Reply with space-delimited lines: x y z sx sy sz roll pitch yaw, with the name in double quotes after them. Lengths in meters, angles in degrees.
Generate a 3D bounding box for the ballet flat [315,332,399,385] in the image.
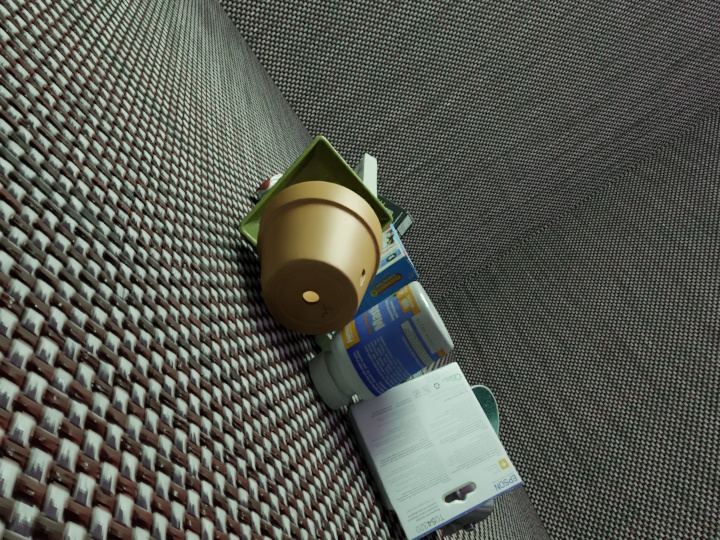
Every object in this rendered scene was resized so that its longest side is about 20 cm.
-0.022 0.143 0.885 0.199 0.063 0.067 42 13 11 "ballet flat"

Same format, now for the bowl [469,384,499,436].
0.217 0.354 1.236 0.103 0.203 0.202 2 -40 45 "bowl"

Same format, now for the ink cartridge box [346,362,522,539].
0.104 0.258 0.800 0.044 0.192 0.203 105 -36 -54 "ink cartridge box"

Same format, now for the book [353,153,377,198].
-0.033 -0.113 1.068 0.047 0.201 0.136 24 39 -18 "book"

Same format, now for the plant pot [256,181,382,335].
-0.065 -0.006 0.800 0.201 0.196 0.142 52 25 -30 "plant pot"

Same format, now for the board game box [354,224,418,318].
0.000 0.000 1.081 0.056 0.197 0.197 52 10 -27 "board game box"

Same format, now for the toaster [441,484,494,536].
0.124 0.315 0.881 0.128 0.112 0.204 25 39 -49 "toaster"

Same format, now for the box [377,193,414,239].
0.003 -0.076 1.239 0.157 0.201 0.050 35 -7 38 "box"

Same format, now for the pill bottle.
0.026 0.114 0.790 0.114 0.197 0.112 56 8 -12 "pill bottle"

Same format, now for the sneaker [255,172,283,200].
-0.140 -0.123 1.106 0.083 0.077 0.200 56 6 30 "sneaker"

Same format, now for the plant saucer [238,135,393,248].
-0.075 -0.084 0.921 0.200 0.201 0.048 44 -3 -27 "plant saucer"

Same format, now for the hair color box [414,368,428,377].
0.155 0.307 1.374 0.100 0.060 0.202 53 10 -32 "hair color box"

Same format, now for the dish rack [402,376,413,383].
0.113 0.189 1.259 0.200 0.053 0.158 -99 -161 -86 "dish rack"
